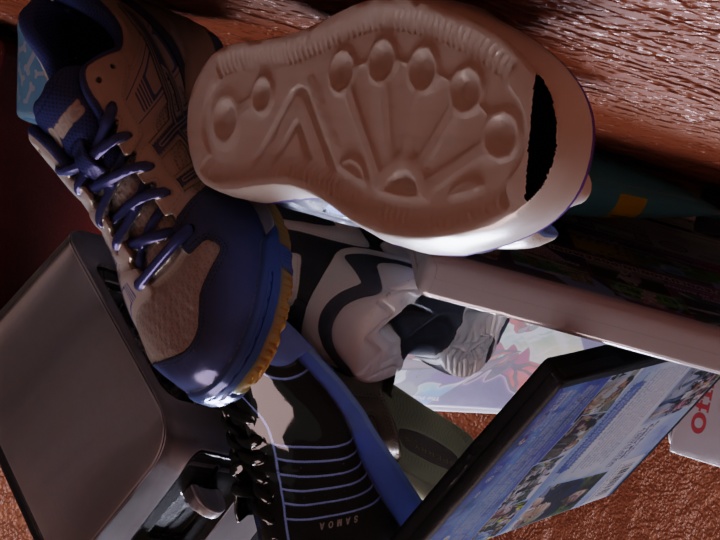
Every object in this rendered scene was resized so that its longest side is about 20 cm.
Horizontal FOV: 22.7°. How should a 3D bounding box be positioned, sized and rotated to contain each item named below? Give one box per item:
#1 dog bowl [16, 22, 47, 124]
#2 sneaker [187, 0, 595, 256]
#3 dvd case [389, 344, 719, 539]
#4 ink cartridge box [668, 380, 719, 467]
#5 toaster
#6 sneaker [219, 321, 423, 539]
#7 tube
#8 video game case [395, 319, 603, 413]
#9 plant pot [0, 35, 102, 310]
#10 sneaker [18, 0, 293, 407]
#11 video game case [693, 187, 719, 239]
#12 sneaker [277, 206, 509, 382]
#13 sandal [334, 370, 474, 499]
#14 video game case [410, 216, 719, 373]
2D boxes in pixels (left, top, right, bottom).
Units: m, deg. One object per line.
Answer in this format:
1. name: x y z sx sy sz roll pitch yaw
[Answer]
1. dog bowl: -0.091 -0.083 0.945 0.198 0.050 0.111 14 179 10
2. sneaker: 0.047 -0.045 0.626 0.146 0.081 0.199 5 -178 -37
3. dvd case: 0.113 0.084 0.919 0.199 0.143 0.018 -8 -128 -50
4. ink cartridge box: 0.301 0.067 1.101 0.084 0.146 0.199 14 180 -41
5. toaster: -0.111 0.085 1.004 0.180 0.119 0.200 22 -153 -49
6. sneaker: -0.035 0.092 0.878 0.070 0.078 0.200 30 158 55
7. tube: 0.078 -0.048 0.857 0.199 0.051 0.077 9 -169 -29
8. video game case: 0.082 0.024 1.072 0.198 0.023 0.183 4 138 -22
9. plant pot: -0.259 -0.057 1.056 0.198 0.202 0.176 13 170 11
10. sneaker: -0.089 -0.033 0.687 0.088 0.075 0.201 25 -149 -40
11. video game case: 0.294 -0.001 0.873 0.180 0.026 0.199 15 179 -34
12. sneaker: 0.000 0.000 0.956 0.129 0.080 0.199 30 -158 25
13. sandal: 0.005 0.074 0.973 0.200 0.080 0.057 24 136 -37
14. video game case: 0.118 -0.005 0.902 0.198 0.023 0.182 15 -160 -9
